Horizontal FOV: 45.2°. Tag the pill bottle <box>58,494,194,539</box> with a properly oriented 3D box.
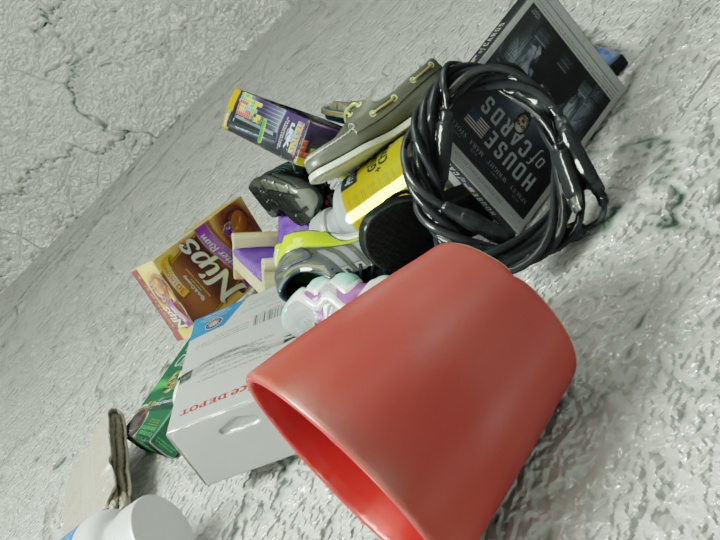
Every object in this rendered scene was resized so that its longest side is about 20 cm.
[{"bbox_3d":[-0.264,0.310,0.866,0.200,0.112,0.112,-38,25,20],"label":"pill bottle"}]

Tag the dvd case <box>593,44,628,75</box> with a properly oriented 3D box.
[{"bbox_3d":[0.214,-0.216,1.022,0.143,0.018,0.200,-44,24,8],"label":"dvd case"}]

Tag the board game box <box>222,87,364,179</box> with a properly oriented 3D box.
[{"bbox_3d":[-0.045,-0.157,1.077,0.165,0.200,0.057,29,103,44],"label":"board game box"}]

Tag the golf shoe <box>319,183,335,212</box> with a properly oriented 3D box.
[{"bbox_3d":[-0.048,-0.070,1.163,0.088,0.077,0.200,-56,19,8],"label":"golf shoe"}]

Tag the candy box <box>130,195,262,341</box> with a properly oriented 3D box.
[{"bbox_3d":[-0.208,-0.006,1.203,0.056,0.117,0.200,-20,18,42],"label":"candy box"}]

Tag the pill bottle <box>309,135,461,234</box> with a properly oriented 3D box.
[{"bbox_3d":[0.040,-0.077,0.973,0.200,0.112,0.112,-33,27,28],"label":"pill bottle"}]

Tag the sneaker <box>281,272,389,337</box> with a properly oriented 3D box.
[{"bbox_3d":[0.005,0.072,0.795,0.199,0.078,0.140,-10,45,24],"label":"sneaker"}]

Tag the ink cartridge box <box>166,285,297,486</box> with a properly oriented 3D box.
[{"bbox_3d":[-0.111,0.113,0.921,0.144,0.084,0.200,-23,29,12],"label":"ink cartridge box"}]

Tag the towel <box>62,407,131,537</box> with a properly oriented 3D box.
[{"bbox_3d":[-0.333,0.275,1.080,0.133,0.034,0.200,-57,27,11],"label":"towel"}]

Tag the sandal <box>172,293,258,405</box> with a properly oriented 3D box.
[{"bbox_3d":[-0.168,0.115,1.073,0.059,0.079,0.207,-25,23,42],"label":"sandal"}]

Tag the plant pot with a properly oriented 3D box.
[{"bbox_3d":[0.047,0.089,0.627,0.177,0.201,0.200,-43,21,-18],"label":"plant pot"}]

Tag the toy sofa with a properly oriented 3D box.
[{"bbox_3d":[-0.107,-0.019,1.108,0.083,0.098,0.200,-5,13,-19],"label":"toy sofa"}]

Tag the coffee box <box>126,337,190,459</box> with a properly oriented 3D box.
[{"bbox_3d":[-0.225,0.148,1.142,0.123,0.044,0.200,-7,45,58],"label":"coffee box"}]

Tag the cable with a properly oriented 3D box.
[{"bbox_3d":[0.117,-0.097,0.778,0.163,0.201,0.051,-27,-9,1],"label":"cable"}]

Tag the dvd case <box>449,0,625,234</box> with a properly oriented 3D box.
[{"bbox_3d":[0.162,-0.159,0.851,0.200,0.150,0.025,-52,23,-13],"label":"dvd case"}]

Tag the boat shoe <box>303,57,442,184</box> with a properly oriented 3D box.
[{"bbox_3d":[0.018,-0.166,0.966,0.201,0.060,0.072,-32,-1,-10],"label":"boat shoe"}]

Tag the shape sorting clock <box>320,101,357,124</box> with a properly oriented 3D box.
[{"bbox_3d":[0.049,-0.201,1.099,0.200,0.199,0.039,-128,43,-66],"label":"shape sorting clock"}]

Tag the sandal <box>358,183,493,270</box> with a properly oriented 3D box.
[{"bbox_3d":[0.060,-0.050,0.848,0.048,0.200,0.076,30,120,35],"label":"sandal"}]

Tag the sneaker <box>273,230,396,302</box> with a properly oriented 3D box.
[{"bbox_3d":[0.000,0.000,0.914,0.199,0.074,0.081,-9,41,15],"label":"sneaker"}]

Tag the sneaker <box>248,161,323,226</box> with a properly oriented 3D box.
[{"bbox_3d":[-0.084,-0.111,1.093,0.079,0.076,0.200,-40,21,-11],"label":"sneaker"}]
